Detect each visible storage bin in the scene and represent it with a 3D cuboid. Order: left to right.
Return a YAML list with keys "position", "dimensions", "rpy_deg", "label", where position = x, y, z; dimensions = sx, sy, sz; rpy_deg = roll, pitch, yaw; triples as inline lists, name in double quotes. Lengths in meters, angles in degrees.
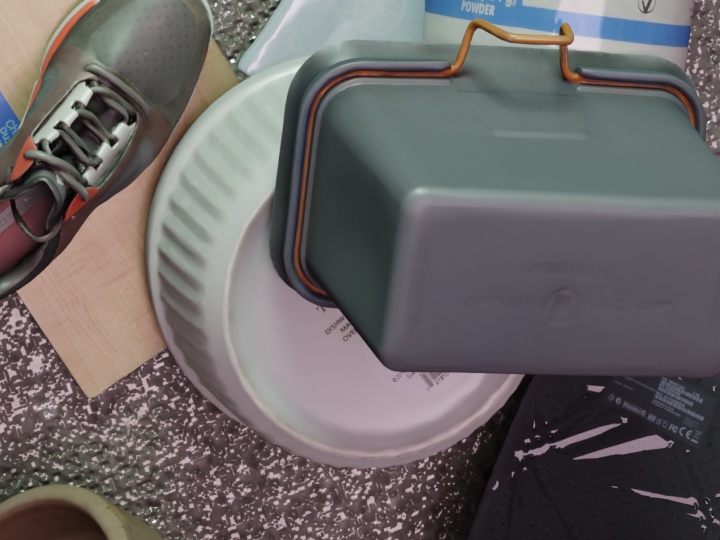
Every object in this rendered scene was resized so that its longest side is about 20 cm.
- position: [0.075, -0.026, 1.050]
  dimensions: [0.198, 0.134, 0.147]
  rpy_deg: [2, 112, -16]
  label: "storage bin"

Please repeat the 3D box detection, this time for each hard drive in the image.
- position: [0.134, 0.112, 1.250]
  dimensions: [0.134, 0.042, 0.201]
  rpy_deg: [25, 77, -2]
  label: "hard drive"

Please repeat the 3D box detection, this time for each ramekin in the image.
- position: [0.000, 0.000, 1.173]
  dimensions: [0.198, 0.105, 0.202]
  rpy_deg: [-4, 105, -14]
  label: "ramekin"

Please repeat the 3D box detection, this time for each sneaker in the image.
- position: [-0.134, -0.054, 1.142]
  dimensions: [0.077, 0.082, 0.201]
  rpy_deg: [37, 90, -18]
  label: "sneaker"

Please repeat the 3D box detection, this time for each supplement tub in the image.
- position: [0.104, -0.194, 1.153]
  dimensions: [0.131, 0.132, 0.202]
  rpy_deg: [4, 98, -16]
  label: "supplement tub"

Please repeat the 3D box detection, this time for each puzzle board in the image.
- position: [-0.126, -0.060, 1.195]
  dimensions: [0.150, 0.017, 0.201]
  rpy_deg: [-34, 107, -6]
  label: "puzzle board"

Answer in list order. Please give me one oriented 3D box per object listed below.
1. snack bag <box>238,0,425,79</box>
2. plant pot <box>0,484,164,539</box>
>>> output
- position: [0.056, -0.125, 1.230]
  dimensions: [0.199, 0.021, 0.190]
  rpy_deg: [31, 90, -19]
  label: "snack bag"
- position: [-0.115, 0.227, 1.175]
  dimensions: [0.174, 0.200, 0.201]
  rpy_deg: [32, 91, -35]
  label: "plant pot"
